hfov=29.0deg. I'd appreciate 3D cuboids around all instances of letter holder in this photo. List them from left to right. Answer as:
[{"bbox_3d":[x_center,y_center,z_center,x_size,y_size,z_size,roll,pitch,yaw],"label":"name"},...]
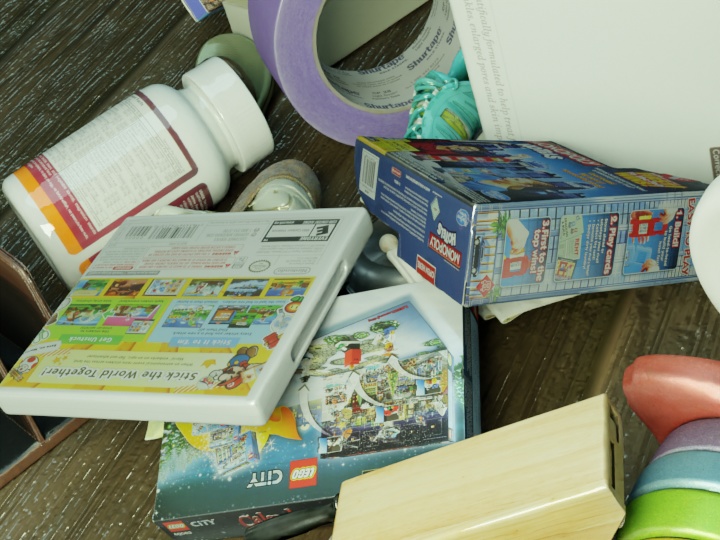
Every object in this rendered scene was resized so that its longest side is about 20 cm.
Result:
[{"bbox_3d":[-0.296,0.041,0.989,0.100,0.143,0.199,-38,40,-25],"label":"letter holder"}]

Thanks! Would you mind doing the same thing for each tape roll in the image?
[{"bbox_3d":[0.014,-0.207,1.123,0.198,0.201,0.085,-24,34,-6],"label":"tape roll"}]

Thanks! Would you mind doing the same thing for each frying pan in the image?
[{"bbox_3d":[0.004,-0.011,1.020,0.188,0.031,0.115,-5,36,14],"label":"frying pan"}]

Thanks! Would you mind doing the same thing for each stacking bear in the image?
[{"bbox_3d":[0.162,0.157,0.660,0.113,0.122,0.201,1,49,35],"label":"stacking bear"}]

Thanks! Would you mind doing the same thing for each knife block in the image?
[{"bbox_3d":[0.022,0.134,0.698,0.174,0.201,0.064,15,39,-4],"label":"knife block"}]

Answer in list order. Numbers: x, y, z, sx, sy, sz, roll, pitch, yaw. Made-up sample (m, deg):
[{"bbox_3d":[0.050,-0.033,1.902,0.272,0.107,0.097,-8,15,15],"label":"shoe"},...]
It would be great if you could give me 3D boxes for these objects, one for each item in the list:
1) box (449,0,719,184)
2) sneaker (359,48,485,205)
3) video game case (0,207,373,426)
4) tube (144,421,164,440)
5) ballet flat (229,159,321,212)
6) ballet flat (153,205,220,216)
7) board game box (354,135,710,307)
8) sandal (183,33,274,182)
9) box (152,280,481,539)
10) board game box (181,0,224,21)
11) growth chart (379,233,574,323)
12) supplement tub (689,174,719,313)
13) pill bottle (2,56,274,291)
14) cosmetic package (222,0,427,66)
[{"bbox_3d":[0.185,-0.174,0.999,0.198,0.200,0.131,-2,38,22],"label":"box"},{"bbox_3d":[0.054,-0.109,1.061,0.077,0.080,0.200,2,33,32],"label":"sneaker"},{"bbox_3d":[-0.111,0.025,0.892,0.198,0.023,0.183,-1,40,28],"label":"video game case"},{"bbox_3d":[-0.049,0.064,0.929,0.198,0.052,0.058,-13,-2,13],"label":"tube"},{"bbox_3d":[-0.073,-0.017,1.018,0.067,0.068,0.201,-25,25,51],"label":"ballet flat"},{"bbox_3d":[-0.147,0.000,1.031,0.067,0.076,0.200,7,43,33],"label":"ballet flat"},{"bbox_3d":[0.118,-0.036,0.881,0.198,0.062,0.200,0,16,-20],"label":"board game box"},{"bbox_3d":[-0.123,-0.153,1.231,0.079,0.058,0.202,-16,40,13],"label":"sandal"},{"bbox_3d":[-0.025,0.085,0.850,0.198,0.038,0.138,-10,55,18],"label":"box"},{"bbox_3d":[-0.084,-0.351,1.350,0.199,0.097,0.159,-29,9,36],"label":"board game box"},{"bbox_3d":[0.122,-0.014,0.947,0.198,0.018,0.145,-15,36,-9],"label":"growth chart"},{"bbox_3d":[0.305,-0.048,0.825,0.145,0.146,0.200,20,50,42],"label":"supplement tub"},{"bbox_3d":[-0.174,-0.078,1.104,0.199,0.110,0.109,-35,38,-13],"label":"pill bottle"},{"bbox_3d":[-0.021,-0.265,1.327,0.200,0.072,0.105,-38,39,-24],"label":"cosmetic package"}]
